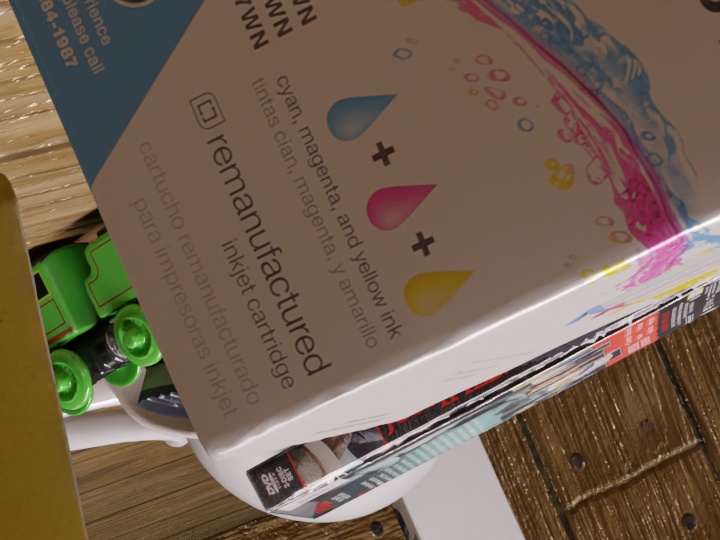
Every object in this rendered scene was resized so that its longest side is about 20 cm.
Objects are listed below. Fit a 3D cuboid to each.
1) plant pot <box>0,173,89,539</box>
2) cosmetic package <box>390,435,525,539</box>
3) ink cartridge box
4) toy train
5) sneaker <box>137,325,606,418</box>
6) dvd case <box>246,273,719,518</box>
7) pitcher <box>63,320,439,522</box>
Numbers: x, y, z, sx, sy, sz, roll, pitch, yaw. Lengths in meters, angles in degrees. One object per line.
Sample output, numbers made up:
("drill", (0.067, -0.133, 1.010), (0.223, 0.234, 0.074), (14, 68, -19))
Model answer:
("plant pot", (-0.192, 0.102, 0.854), (0.176, 0.201, 0.200), (-8, 168, -23))
("cosmetic package", (0.031, 0.088, 1.416), (0.052, 0.201, 0.151), (-23, 173, -5))
("ink cartridge box", (0.050, -0.062, 0.581), (0.200, 0.129, 0.125), (-26, 173, 17))
("toy train", (-0.110, 0.024, 1.034), (0.200, 0.057, 0.042), (-30, 177, 39))
("sneaker", (0.000, 0.000, 1.015), (0.199, 0.082, 0.070), (-11, 160, 33))
("dvd case", (0.056, 0.042, 1.104), (0.200, 0.022, 0.146), (-29, 172, 3))
("pitcher", (-0.052, 0.050, 1.235), (0.171, 0.122, 0.200), (-17, 165, 13))
